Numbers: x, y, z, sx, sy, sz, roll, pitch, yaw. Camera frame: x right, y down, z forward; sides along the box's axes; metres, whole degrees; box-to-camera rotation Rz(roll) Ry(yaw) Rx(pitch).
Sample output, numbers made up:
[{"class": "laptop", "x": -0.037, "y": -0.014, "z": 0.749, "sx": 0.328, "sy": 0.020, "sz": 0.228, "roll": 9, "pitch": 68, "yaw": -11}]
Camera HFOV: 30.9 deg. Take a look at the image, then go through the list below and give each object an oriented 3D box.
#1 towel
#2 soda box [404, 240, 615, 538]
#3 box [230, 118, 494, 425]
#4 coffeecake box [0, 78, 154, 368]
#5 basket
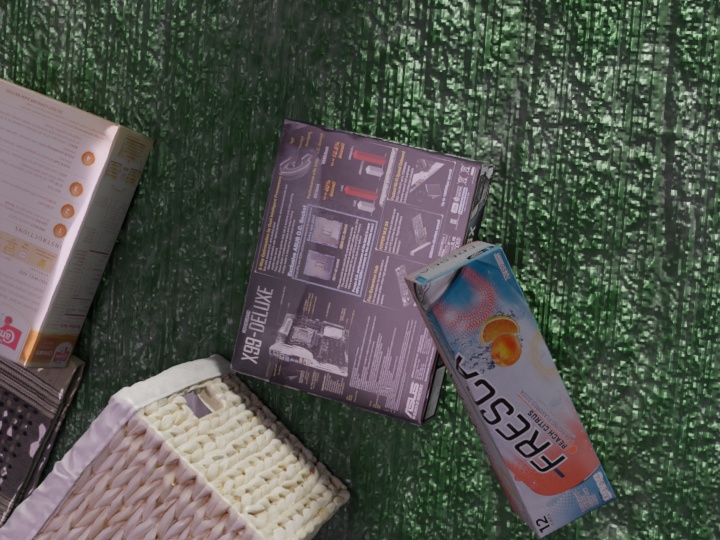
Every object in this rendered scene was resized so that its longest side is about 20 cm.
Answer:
[{"class": "towel", "x": -0.344, "y": 0.116, "z": 1.103, "sx": 0.200, "sy": 0.035, "sz": 0.193, "roll": 29, "pitch": 97, "yaw": 16}, {"class": "soda box", "x": 0.104, "y": 0.082, "z": 0.914, "sx": 0.063, "sy": 0.068, "sz": 0.200, "roll": -27, "pitch": 98, "yaw": -6}, {"class": "box", "x": 0.000, "y": 0.000, "z": 0.980, "sx": 0.157, "sy": 0.050, "sz": 0.201, "roll": 14, "pitch": 96, "yaw": 16}, {"class": "coffeecake box", "x": -0.277, "y": -0.042, "z": 1.036, "sx": 0.153, "sy": 0.073, "sz": 0.200, "roll": 22, "pitch": 91, "yaw": 14}, {"class": "basket", "x": -0.143, "y": 0.194, "z": 0.956, "sx": 0.161, "sy": 0.198, "sz": 0.200, "roll": 44, "pitch": 103, "yaw": 8}]
